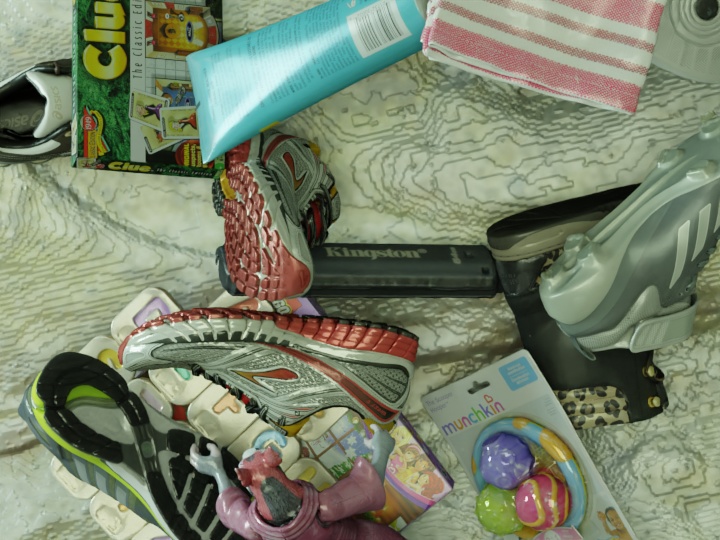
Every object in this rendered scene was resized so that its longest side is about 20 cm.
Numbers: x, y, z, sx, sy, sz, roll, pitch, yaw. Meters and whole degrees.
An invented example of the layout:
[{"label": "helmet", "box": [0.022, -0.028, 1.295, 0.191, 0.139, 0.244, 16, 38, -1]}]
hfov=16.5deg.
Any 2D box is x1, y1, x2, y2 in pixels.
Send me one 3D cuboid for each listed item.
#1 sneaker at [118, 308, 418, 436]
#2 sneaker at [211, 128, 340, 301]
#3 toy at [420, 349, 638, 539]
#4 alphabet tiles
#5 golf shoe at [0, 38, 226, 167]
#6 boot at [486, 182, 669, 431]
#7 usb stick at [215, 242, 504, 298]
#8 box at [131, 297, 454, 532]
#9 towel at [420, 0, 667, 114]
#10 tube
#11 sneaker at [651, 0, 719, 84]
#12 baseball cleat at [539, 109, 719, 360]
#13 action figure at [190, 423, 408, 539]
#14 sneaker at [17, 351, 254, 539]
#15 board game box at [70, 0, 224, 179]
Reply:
[{"label": "sneaker", "box": [-0.064, 0.069, 1.662, 0.199, 0.078, 0.083, 6, 90, 0]}, {"label": "sneaker", "box": [-0.049, -0.045, 1.659, 0.082, 0.200, 0.078, 5, 119, -11]}, {"label": "toy", "box": [0.118, 0.164, 1.699, 0.115, 0.047, 0.200, -28, 97, 45]}, {"label": "alphabet tiles", "box": [-0.111, 0.113, 1.720, 0.196, 0.015, 0.200, -42, 89, 5]}, {"label": "golf shoe", "box": [-0.183, -0.115, 1.712, 0.199, 0.094, 0.078, -19, 91, 4]}, {"label": "boot", "box": [0.192, 0.021, 1.702, 0.199, 0.073, 0.151, -12, 103, -13]}, {"label": "usb stick", "box": [0.000, 0.000, 1.702, 0.199, 0.055, 0.033, 1, 110, -12]}, {"label": "box", "box": [-0.047, 0.114, 1.742, 0.137, 0.039, 0.200, -38, 90, 5]}, {"label": "towel", "box": [0.129, -0.210, 1.540, 0.146, 0.030, 0.201, 15, 91, -5]}, {"label": "tube", "box": [-0.033, -0.140, 1.618, 0.199, 0.050, 0.078, -21, 65, 30]}, {"label": "sneaker", "box": [0.253, -0.167, 1.660, 0.199, 0.112, 0.073, 1, 101, -13]}, {"label": "baseball cleat", "box": [0.212, -0.021, 1.638, 0.200, 0.070, 0.107, -37, 116, 4]}, {"label": "action figure", "box": [-0.035, 0.180, 1.619, 0.133, 0.200, 0.150, -16, 55, 21]}, {"label": "sneaker", "box": [-0.150, 0.130, 1.686, 0.200, 0.081, 0.074, 44, 66, -15]}, {"label": "board game box", "box": [-0.145, -0.163, 1.690, 0.104, 0.023, 0.201, 2, 72, -15]}]
